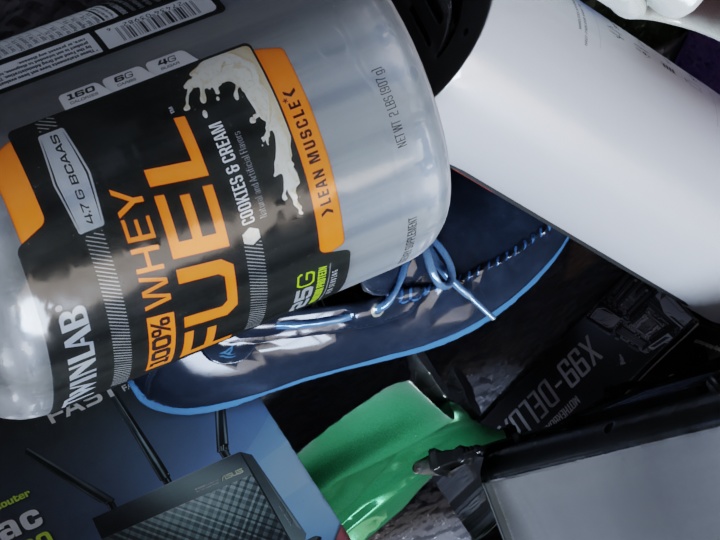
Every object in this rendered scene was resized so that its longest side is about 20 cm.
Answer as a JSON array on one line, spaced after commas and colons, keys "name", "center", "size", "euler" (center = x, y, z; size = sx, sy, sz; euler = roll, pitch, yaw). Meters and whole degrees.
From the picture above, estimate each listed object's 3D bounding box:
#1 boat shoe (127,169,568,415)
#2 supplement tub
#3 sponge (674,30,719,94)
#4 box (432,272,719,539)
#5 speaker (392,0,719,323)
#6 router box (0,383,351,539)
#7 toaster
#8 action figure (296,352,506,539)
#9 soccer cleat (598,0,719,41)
[{"name": "boat shoe", "center": [0.000, 0.000, 0.916], "size": [0.200, 0.084, 0.069], "euler": [-29, 151, -14]}, {"name": "supplement tub", "center": [-0.081, -0.027, 0.779], "size": [0.200, 0.123, 0.123], "euler": [-23, 144, -18]}, {"name": "sponge", "center": [0.190, -0.098, 0.938], "size": [0.030, 0.112, 0.200], "euler": [-16, 141, -34]}, {"name": "box", "center": [0.152, 0.082, 1.176], "size": [0.158, 0.050, 0.200], "euler": [-47, 145, 17]}, {"name": "speaker", "center": [0.091, -0.052, 0.888], "size": [0.200, 0.081, 0.081], "euler": [28, 113, -35]}, {"name": "router box", "center": [-0.110, 0.124, 0.910], "size": [0.200, 0.150, 0.062], "euler": [-24, 144, -18]}, {"name": "toaster", "center": [0.165, 0.093, 0.983], "size": [0.181, 0.119, 0.200], "euler": [-16, 177, -44]}, {"name": "action figure", "center": [-0.036, 0.109, 1.043], "size": [0.200, 0.055, 0.118], "euler": [-36, 148, 13]}, {"name": "soccer cleat", "center": [0.084, -0.135, 0.824], "size": [0.200, 0.086, 0.070], "euler": [15, 122, -48]}]
